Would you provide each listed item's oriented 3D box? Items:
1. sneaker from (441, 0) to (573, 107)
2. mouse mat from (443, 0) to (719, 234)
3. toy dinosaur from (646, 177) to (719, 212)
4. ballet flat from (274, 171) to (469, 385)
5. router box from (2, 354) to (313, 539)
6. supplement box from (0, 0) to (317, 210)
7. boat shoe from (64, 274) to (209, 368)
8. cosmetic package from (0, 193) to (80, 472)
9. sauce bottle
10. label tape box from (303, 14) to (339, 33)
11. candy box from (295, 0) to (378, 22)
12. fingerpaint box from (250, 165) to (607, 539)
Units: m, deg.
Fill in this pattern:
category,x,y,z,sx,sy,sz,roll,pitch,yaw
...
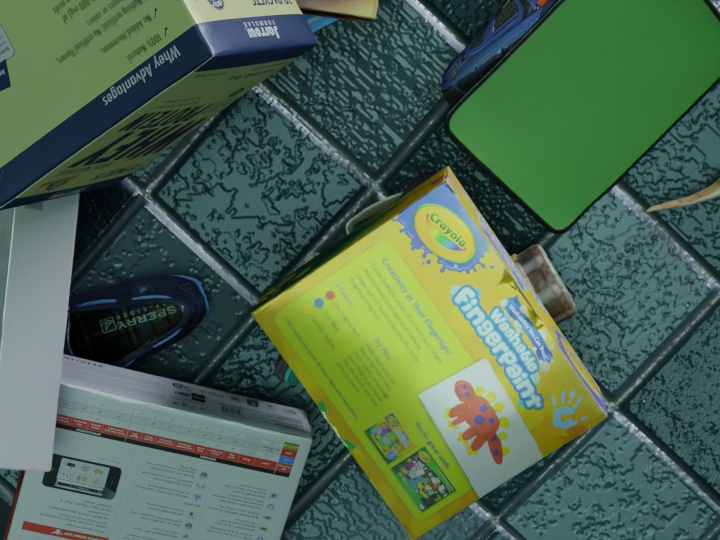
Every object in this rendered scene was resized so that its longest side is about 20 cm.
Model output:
category,x,y,z,sx,sy,sz,roll,pitch,yaw
sneaker,0.135,-0.190,1.123,0.200,0.079,0.075,-41,139,4
mouse mat,0.169,-0.132,1.117,0.200,0.008,0.161,-44,128,8
toy dinosaur,0.305,-0.108,1.142,0.106,0.060,0.201,27,94,24
ballet flat,0.000,0.000,1.167,0.200,0.073,0.073,-43,94,14
router box,-0.156,0.171,1.167,0.199,0.049,0.180,15,108,-14
supplement box,-0.175,-0.176,0.993,0.200,0.134,0.200,-30,86,28
boat shoe,-0.216,0.049,1.179,0.199,0.069,0.084,-28,96,7
cosmetic package,-0.240,0.036,1.092,0.050,0.082,0.201,8,86,-32
sauce bottle,0.063,0.055,1.168,0.200,0.065,0.065,-31,95,9
label tape box,-0.020,-0.289,1.121,0.144,0.063,0.201,-25,96,6
candy box,-0.037,-0.276,1.053,0.116,0.056,0.201,6,96,-10
fingerpaint box,0.049,0.057,1.098,0.167,0.073,0.200,-35,98,10
